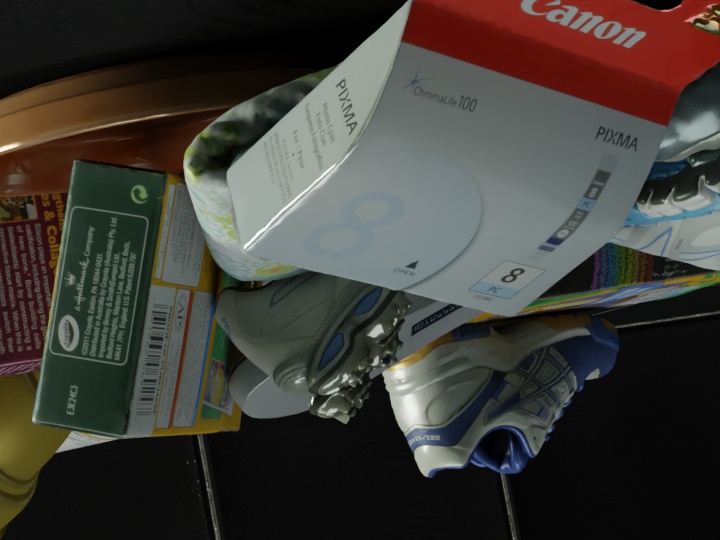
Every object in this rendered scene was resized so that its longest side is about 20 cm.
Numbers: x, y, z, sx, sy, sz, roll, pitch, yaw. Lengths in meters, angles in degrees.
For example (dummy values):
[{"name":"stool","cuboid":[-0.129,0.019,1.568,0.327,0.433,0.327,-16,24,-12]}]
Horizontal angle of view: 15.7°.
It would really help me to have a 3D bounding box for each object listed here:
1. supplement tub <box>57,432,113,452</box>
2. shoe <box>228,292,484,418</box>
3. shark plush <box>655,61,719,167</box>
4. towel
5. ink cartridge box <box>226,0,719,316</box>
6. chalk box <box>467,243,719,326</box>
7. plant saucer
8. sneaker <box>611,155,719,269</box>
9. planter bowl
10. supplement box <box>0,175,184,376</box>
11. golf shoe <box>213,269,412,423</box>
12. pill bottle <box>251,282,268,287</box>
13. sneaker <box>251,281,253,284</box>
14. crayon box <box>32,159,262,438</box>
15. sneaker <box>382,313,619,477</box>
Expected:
[{"name":"supplement tub","cuboid":[-0.198,0.044,1.660,0.200,0.145,0.145,-15,173,35]},{"name":"shoe","cuboid":[0.000,0.000,1.394,0.200,0.091,0.072,-27,157,-21]},{"name":"shark plush","cuboid":[0.147,-0.096,1.189,0.200,0.091,0.083,-18,157,7]},{"name":"towel","cuboid":[0.017,-0.063,1.212,0.200,0.048,0.171,-23,164,-4]},{"name":"ink cartridge box","cuboid":[0.065,-0.059,1.092,0.160,0.047,0.200,14,140,-38]},{"name":"chalk box","cuboid":[0.152,-0.044,1.527,0.200,0.125,0.124,-7,174,-21]},{"name":"plant saucer","cuboid":[-0.102,-0.071,1.246,0.200,0.032,0.200,-10,175,-1]},{"name":"sneaker","cuboid":[0.158,-0.031,1.325,0.087,0.075,0.200,38,170,-21]},{"name":"planter bowl","cuboid":[-0.213,0.051,1.492,0.083,0.201,0.200,-22,173,10]},{"name":"supplement box","cuboid":[-0.175,-0.002,1.400,0.200,0.111,0.086,-8,175,-24]},{"name":"golf shoe","cuboid":[0.006,-0.022,1.325,0.200,0.097,0.078,-49,163,-31]},{"name":"pill bottle","cuboid":[0.029,-0.018,1.614,0.200,0.115,0.114,-10,175,-7]},{"name":"sneaker","cuboid":[-0.067,-0.026,1.517,0.200,0.071,0.076,-2,157,27]},{"name":"crayon box","cuboid":[-0.100,0.018,1.303,0.051,0.126,0.200,9,179,13]},{"name":"sneaker","cuboid":[0.084,0.074,1.520,0.075,0.088,0.200,-18,173,41]}]
